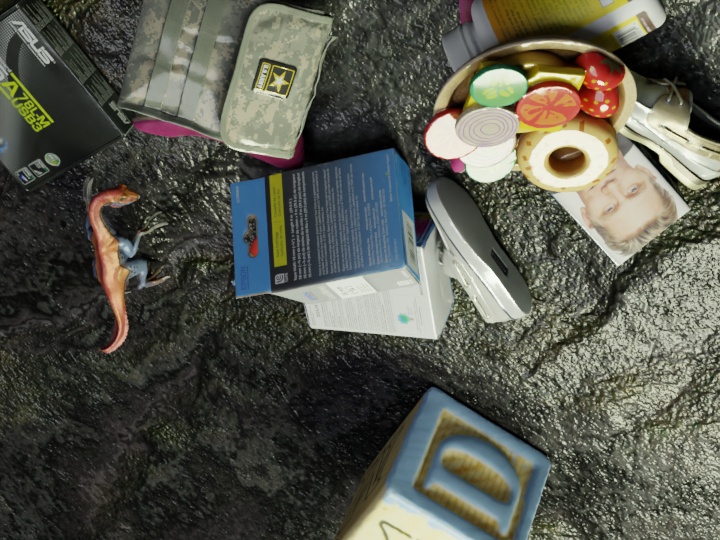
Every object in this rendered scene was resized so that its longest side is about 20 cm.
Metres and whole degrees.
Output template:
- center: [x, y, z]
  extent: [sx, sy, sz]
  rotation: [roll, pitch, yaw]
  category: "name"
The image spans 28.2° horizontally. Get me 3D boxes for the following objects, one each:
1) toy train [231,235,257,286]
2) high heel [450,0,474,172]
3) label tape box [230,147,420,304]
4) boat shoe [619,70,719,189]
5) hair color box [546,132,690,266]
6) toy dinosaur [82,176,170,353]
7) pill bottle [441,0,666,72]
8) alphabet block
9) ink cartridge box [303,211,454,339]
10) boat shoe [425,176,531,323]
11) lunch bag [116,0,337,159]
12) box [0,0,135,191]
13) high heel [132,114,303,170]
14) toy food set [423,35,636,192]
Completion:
- center: [-0.113, -0.037, 1.740]
  extent: [0.034, 0.046, 0.200]
  rotation: [30, 133, -1]
  category: "toy train"
- center: [0.112, -0.196, 1.491]
  extent: [0.096, 0.067, 0.200]
  rotation: [22, 128, -6]
  category: "high heel"
- center: [-0.040, -0.043, 1.610]
  extent: [0.199, 0.145, 0.063]
  rotation: [-11, 159, 16]
  category: "label tape box"
- center: [0.301, -0.161, 1.430]
  extent: [0.200, 0.075, 0.068]
  rotation: [32, 131, -28]
  category: "boat shoe"
- center: [0.239, -0.110, 1.476]
  extent: [0.100, 0.061, 0.200]
  rotation: [-40, 113, 16]
  category: "hair color box"
- center: [-0.296, -0.022, 1.774]
  extent: [0.105, 0.201, 0.182]
  rotation: [-3, 158, 8]
  category: "toy dinosaur"
- center: [0.182, -0.239, 1.370]
  extent: [0.200, 0.109, 0.109]
  rotation: [-27, 113, 17]
  category: "pill bottle"
- center: [0.098, 0.309, 1.819]
  extent: [0.195, 0.197, 0.200]
  rotation: [33, 132, -1]
  category: "alphabet block"
- center: [0.000, 0.000, 1.697]
  extent: [0.199, 0.076, 0.137]
  rotation: [3, 125, 21]
  category: "ink cartridge box"
- center: [0.121, -0.018, 1.637]
  extent: [0.066, 0.072, 0.200]
  rotation: [-21, 123, 30]
  category: "boat shoe"
- center: [-0.138, -0.223, 1.528]
  extent: [0.199, 0.118, 0.165]
  rotation: [18, 104, 3]
  category: "lunch bag"
- center: [-0.399, -0.212, 1.731]
  extent: [0.193, 0.048, 0.200]
  rotation: [-21, 116, 38]
  category: "box"
- center: [-0.163, -0.152, 1.650]
  extent: [0.199, 0.067, 0.096]
  rotation: [-6, 117, 14]
  category: "high heel"
- center: [0.162, -0.146, 1.352]
  extent: [0.197, 0.049, 0.200]
  rotation: [3, 147, -10]
  category: "toy food set"
